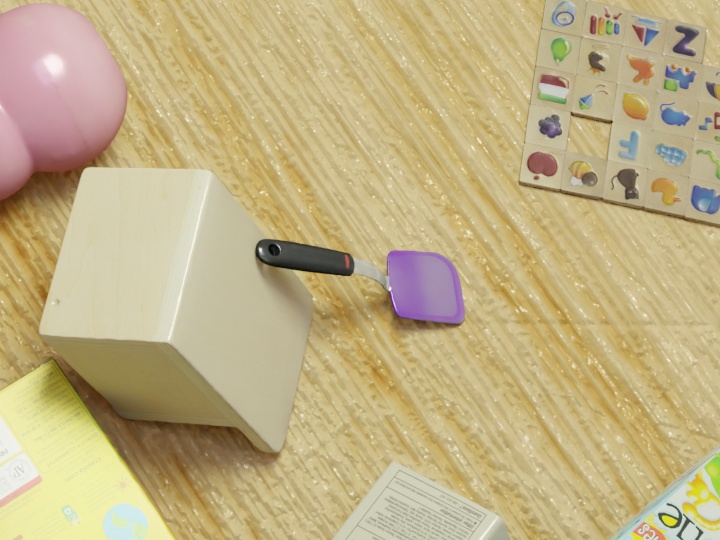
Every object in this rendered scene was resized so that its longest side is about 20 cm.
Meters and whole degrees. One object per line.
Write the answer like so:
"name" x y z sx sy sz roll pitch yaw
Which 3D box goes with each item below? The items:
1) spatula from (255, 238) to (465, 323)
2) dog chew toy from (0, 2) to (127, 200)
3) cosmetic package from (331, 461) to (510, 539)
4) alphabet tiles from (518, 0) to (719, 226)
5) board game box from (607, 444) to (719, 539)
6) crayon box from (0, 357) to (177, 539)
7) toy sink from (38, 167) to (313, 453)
"spatula" 0.000 0.000 1.712 0.199 0.020 0.057 14 61 -44
"dog chew toy" -0.269 -0.107 1.709 0.199 0.125 0.125 -33 77 -11
"cosmetic package" 0.010 0.242 1.621 0.105 0.071 0.200 26 65 34
"alphabet tiles" 0.231 -0.124 1.850 0.198 0.008 0.168 12 67 -4
"board game box" 0.228 0.205 1.622 0.103 0.105 0.200 51 41 7
"crayon box" -0.213 0.179 1.640 0.126 0.051 0.201 -31 76 -18
"toy sink" -0.128 0.032 1.666 0.111 0.200 0.131 2 65 24
